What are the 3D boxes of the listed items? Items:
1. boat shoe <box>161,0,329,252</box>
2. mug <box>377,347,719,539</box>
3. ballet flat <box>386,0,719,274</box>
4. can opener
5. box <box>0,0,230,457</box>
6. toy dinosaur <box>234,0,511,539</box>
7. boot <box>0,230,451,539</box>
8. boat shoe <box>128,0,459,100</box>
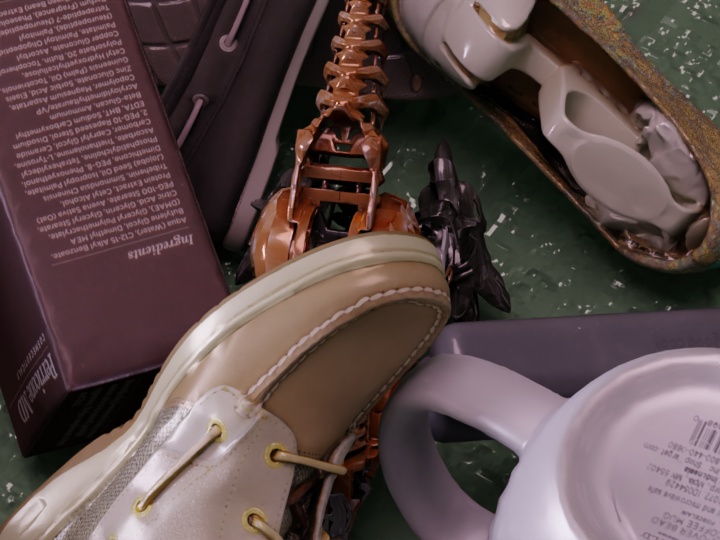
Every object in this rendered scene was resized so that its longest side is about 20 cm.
[{"bbox_3d":[-0.043,-0.103,1.075,0.057,0.200,0.067,16,16,-8],"label":"boat shoe"},{"bbox_3d":[0.088,0.098,0.915,0.200,0.176,0.148,31,62,25],"label":"mug"},{"bbox_3d":[0.069,-0.073,1.065,0.200,0.071,0.071,43,65,-1],"label":"ballet flat"},{"bbox_3d":[0.120,0.050,0.999,0.200,0.053,0.067,-3,65,-17],"label":"can opener"},{"bbox_3d":[-0.115,-0.043,1.037,0.075,0.100,0.200,-17,77,-21],"label":"box"},{"bbox_3d":[0.000,0.000,1.016,0.102,0.136,0.200,27,102,6],"label":"toy dinosaur"},{"bbox_3d":[-0.024,0.098,0.890,0.200,0.072,0.155,-43,54,22],"label":"boot"},{"bbox_3d":[-0.043,-0.109,1.148,0.200,0.075,0.073,12,13,2],"label":"boat shoe"}]
